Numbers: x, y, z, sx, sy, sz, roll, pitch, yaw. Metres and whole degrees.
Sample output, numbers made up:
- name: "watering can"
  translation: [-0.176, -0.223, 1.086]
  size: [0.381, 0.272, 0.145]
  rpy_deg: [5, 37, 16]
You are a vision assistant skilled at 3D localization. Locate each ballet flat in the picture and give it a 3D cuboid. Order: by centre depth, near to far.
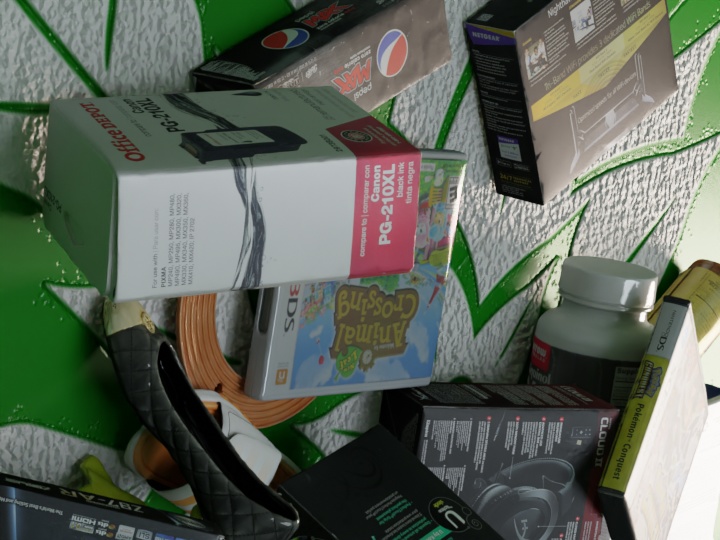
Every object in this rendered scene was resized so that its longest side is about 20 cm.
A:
- name: "ballet flat"
  translation: [-0.106, 0.098, 1.391]
  size: [0.201, 0.057, 0.066]
  rpy_deg: [58, 20, 3]

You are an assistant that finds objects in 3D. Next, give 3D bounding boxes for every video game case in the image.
- name: "video game case"
  translation: [0.000, 0.000, 1.552]
  size: [0.199, 0.022, 0.184]
  rpy_deg: [-2, 104, -51]
- name: "video game case"
  translation: [0.245, 0.148, 1.750]
  size: [0.200, 0.025, 0.182]
  rpy_deg: [67, 41, -56]

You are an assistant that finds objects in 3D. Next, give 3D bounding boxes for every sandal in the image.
- name: "sandal"
  translation: [-0.082, 0.149, 1.491]
  size: [0.079, 0.059, 0.206]
  rpy_deg: [-50, 140, 2]

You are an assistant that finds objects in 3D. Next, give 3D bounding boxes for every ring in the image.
- name: "ring"
  translation: [-0.063, 0.015, 1.512]
  size: [0.200, 0.019, 0.202]
  rpy_deg: [-20, 117, -46]

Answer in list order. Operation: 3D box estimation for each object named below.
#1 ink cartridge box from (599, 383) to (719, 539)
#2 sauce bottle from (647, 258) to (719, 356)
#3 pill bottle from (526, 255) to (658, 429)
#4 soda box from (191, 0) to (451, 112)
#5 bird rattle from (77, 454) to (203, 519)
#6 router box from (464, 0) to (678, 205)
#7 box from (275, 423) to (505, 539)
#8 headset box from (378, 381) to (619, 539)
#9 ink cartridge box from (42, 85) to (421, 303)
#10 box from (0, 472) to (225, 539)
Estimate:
- name: "ink cartridge box"
  translation: [0.273, 0.222, 1.978]
  size: [0.199, 0.040, 0.202]
  rpy_deg: [-13, 113, -48]
- name: "sauce bottle"
  translation: [0.270, 0.073, 1.904]
  size: [0.200, 0.066, 0.066]
  rpy_deg: [-45, 134, -28]
- name: "pill bottle"
  translation: [0.195, 0.095, 1.780]
  size: [0.110, 0.110, 0.202]
  rpy_deg: [-4, 106, -49]
- name: "soda box"
  translation: [-0.024, -0.142, 1.466]
  size: [0.199, 0.063, 0.071]
  rpy_deg: [-34, 128, -37]
- name: "bird rattle"
  translation: [-0.159, 0.226, 1.442]
  size: [0.163, 0.112, 0.201]
  rpy_deg: [-43, 147, -17]
- name: "router box"
  translation: [0.174, -0.171, 1.704]
  size: [0.200, 0.052, 0.158]
  rpy_deg: [-39, 130, -36]
- name: "box"
  translation: [0.023, 0.242, 1.515]
  size: [0.124, 0.200, 0.149]
  rpy_deg: [-27, 152, -47]
- name: "headset box"
  translation: [0.111, 0.169, 1.677]
  size: [0.198, 0.077, 0.150]
  rpy_deg: [1, 103, -27]
- name: "ink cartridge box"
  translation: [-0.082, -0.051, 1.308]
  size: [0.198, 0.145, 0.085]
  rpy_deg: [-5, 113, -24]
- name: "box"
  translation: [-0.200, 0.215, 1.310]
  size: [0.198, 0.044, 0.162]
  rpy_deg: [15, 92, -13]
